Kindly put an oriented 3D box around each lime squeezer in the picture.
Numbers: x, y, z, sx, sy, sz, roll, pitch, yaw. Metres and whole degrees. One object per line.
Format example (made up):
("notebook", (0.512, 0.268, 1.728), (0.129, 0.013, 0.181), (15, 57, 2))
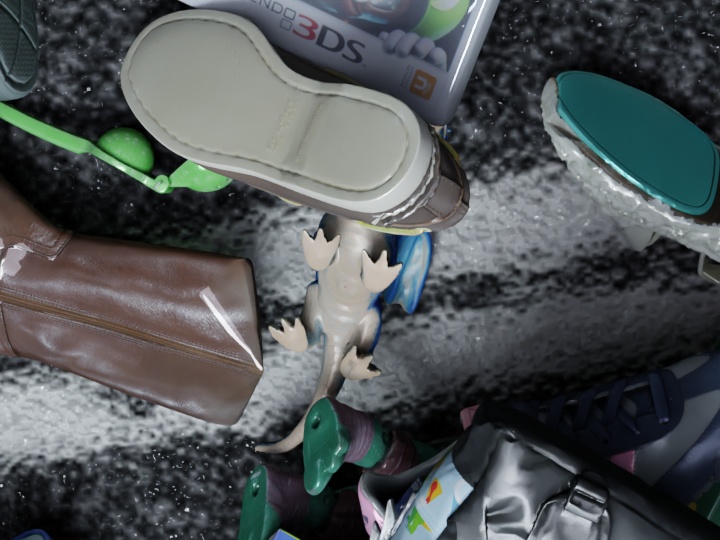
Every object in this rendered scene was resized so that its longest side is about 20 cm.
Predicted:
("lime squeezer", (-0.102, -0.071, 1.269), (0.199, 0.038, 0.071), (-6, 109, 9))

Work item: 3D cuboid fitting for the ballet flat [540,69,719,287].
("ballet flat", (0.167, -0.024, 1.245), (0.200, 0.072, 0.072), (27, 111, -4))

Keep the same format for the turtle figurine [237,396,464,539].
("turtle figurine", (0.048, 0.126, 1.286), (0.199, 0.101, 0.150), (18, 117, -24))

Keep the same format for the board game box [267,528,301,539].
("board game box", (-0.019, 0.203, 1.290), (0.134, 0.045, 0.200), (31, 154, -6))

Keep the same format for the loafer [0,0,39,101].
("loafer", (-0.195, -0.173, 1.195), (0.063, 0.072, 0.201), (-11, 80, 20))

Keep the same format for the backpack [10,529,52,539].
("backpack", (-0.223, 0.216, 1.310), (0.200, 0.183, 0.147), (-32, 105, 11))

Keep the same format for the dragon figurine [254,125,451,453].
("dragon figurine", (0.000, 0.000, 1.267), (0.059, 0.099, 0.201), (18, 124, 9))

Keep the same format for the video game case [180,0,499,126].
("video game case", (-0.004, -0.193, 1.194), (0.181, 0.023, 0.201), (27, 111, 14))

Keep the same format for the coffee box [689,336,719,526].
("coffee box", (0.175, 0.122, 1.253), (0.044, 0.123, 0.200), (34, 103, 33))

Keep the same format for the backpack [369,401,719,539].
("backpack", (0.059, 0.168, 1.118), (0.163, 0.154, 0.200), (30, 94, -14))

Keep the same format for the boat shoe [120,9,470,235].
("boat shoe", (-0.032, -0.066, 1.197), (0.059, 0.200, 0.072), (34, 83, -49))

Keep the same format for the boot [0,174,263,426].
("boot", (-0.131, -0.020, 1.254), (0.199, 0.064, 0.187), (15, 128, 15))

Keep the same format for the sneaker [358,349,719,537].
("sneaker", (0.091, 0.084, 1.170), (0.200, 0.070, 0.082), (-33, 122, 13))
